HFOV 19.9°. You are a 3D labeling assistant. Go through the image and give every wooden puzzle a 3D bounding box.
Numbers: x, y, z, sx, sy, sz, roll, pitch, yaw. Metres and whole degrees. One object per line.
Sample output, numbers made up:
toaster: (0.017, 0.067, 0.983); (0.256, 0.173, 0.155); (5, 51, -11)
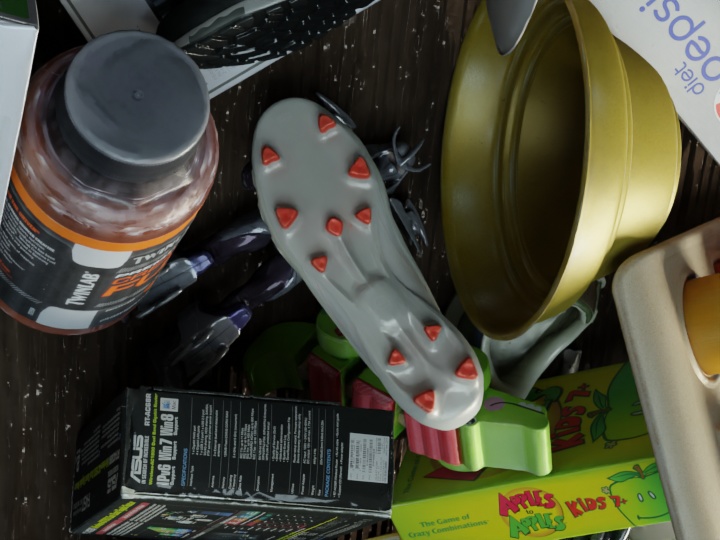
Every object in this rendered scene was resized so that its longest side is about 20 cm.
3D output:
wooden puzzle: (0.214, 0.065, 1.124); (0.046, 0.200, 0.186); (-13, 92, 31)

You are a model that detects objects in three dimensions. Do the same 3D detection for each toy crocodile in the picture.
toy crocodile: (0.022, 0.073, 1.190); (0.199, 0.062, 0.068); (21, 135, 27)

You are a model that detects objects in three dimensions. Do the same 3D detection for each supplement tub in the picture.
supplement tub: (-0.134, -0.046, 1.044); (0.106, 0.108, 0.200); (9, 157, -16)

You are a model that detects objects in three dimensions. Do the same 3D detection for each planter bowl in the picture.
planter bowl: (0.116, -0.061, 1.101); (0.083, 0.201, 0.201); (3, 119, -18)

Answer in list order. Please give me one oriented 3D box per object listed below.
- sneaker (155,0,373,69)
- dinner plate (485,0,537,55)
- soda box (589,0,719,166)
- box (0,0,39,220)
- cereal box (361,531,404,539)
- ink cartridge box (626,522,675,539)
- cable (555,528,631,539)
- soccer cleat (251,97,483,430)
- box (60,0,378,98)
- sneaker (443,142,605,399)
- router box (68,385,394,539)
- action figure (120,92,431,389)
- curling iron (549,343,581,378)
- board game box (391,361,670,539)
sneaker: (-0.025, -0.173, 1.022); (0.199, 0.088, 0.076); (-28, 166, 25)
dinner plate: (0.084, -0.206, 1.012); (0.024, 0.200, 0.201); (11, 117, -4)
soda box: (0.184, -0.132, 1.150); (0.068, 0.064, 0.200); (-40, 119, 11)
box: (-0.224, -0.089, 1.015); (0.096, 0.200, 0.177); (9, 117, -16)
cereal box: (-0.065, 0.219, 1.276); (0.199, 0.040, 0.144); (-11, 156, -5)
ink cartridge box: (0.241, 0.251, 1.356); (0.147, 0.086, 0.201); (-10, 122, -18)
cable: (0.119, 0.188, 1.273); (0.051, 0.163, 0.200); (41, 88, 14)
soccer cleat: (0.000, 0.000, 1.117); (0.069, 0.078, 0.201); (-30, 85, -6)
box: (-0.058, -0.174, 1.080); (0.199, 0.060, 0.117); (-28, 121, 6)
sneaker: (0.124, -0.008, 1.193); (0.067, 0.090, 0.201); (26, 112, -23)
router box: (-0.078, 0.116, 1.171); (0.149, 0.200, 0.062); (5, 76, -15)
action figure: (-0.044, -0.015, 1.168); (0.200, 0.069, 0.130); (-35, 102, 4)
curling iron: (0.100, 0.135, 1.305); (0.049, 0.026, 0.201); (9, 118, -28)
board game box: (0.123, 0.108, 1.209); (0.199, 0.102, 0.048); (-13, 120, 24)
